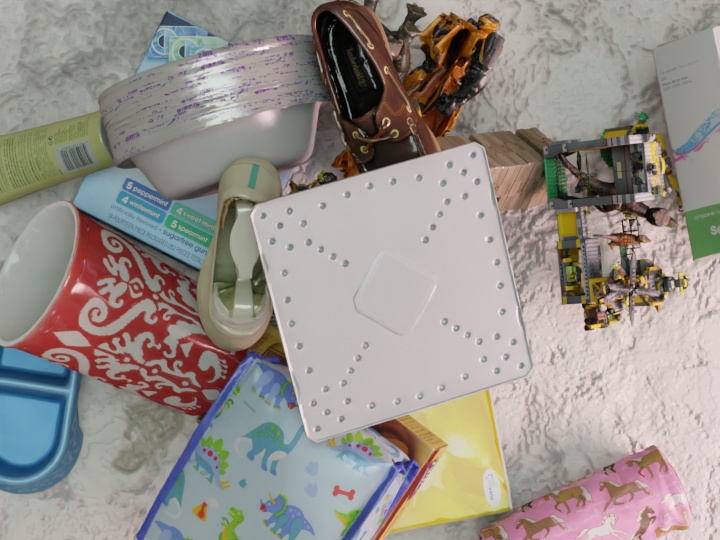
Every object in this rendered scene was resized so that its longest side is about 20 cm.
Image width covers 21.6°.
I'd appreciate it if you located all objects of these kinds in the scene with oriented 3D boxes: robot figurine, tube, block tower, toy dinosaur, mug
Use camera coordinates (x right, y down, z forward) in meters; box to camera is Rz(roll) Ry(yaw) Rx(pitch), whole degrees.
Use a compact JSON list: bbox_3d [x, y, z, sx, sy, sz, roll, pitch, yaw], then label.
[{"bbox_3d":[0.056,-0.152,1.711,0.058,0.145,0.201,33,96,-17],"label":"robot figurine"},{"bbox_3d":[-0.309,-0.098,1.719,0.198,0.052,0.058,-15,45,18],"label":"tube"},{"bbox_3d":[0.105,-0.086,1.682,0.054,0.199,0.058,41,123,29],"label":"block tower"},{"bbox_3d":[0.014,-0.182,1.686,0.076,0.201,0.103,7,128,-23],"label":"toy dinosaur"},{"bbox_3d":[-0.203,0.023,1.670,0.199,0.133,0.179,28,51,-32],"label":"mug"}]

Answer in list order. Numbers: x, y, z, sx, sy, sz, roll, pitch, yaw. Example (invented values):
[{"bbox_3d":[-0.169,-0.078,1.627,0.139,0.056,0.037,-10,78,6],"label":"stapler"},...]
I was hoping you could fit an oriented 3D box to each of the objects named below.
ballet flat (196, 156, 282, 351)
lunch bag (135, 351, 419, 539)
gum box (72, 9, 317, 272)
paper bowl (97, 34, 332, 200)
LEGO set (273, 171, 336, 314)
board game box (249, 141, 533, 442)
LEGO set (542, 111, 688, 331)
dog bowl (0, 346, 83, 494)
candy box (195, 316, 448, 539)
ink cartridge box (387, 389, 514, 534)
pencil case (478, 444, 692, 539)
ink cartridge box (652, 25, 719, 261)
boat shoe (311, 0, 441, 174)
[{"bbox_3d":[-0.100,0.001,1.577,0.069,0.070,0.202,4,125,-3],"label":"ballet flat"},{"bbox_3d":[-0.074,0.199,1.618,0.169,0.127,0.201,35,91,13],"label":"lunch bag"},{"bbox_3d":[-0.147,-0.110,1.745,0.169,0.045,0.201,27,85,-1],"label":"gum box"},{"bbox_3d":[-0.118,-0.126,1.624,0.199,0.201,0.105,-16,88,-4],"label":"paper bowl"},{"bbox_3d":[0.000,0.000,1.655,0.199,0.155,0.116,33,42,12],"label":"LEGO set"},{"bbox_3d":[0.026,0.016,1.536,0.198,0.026,0.202,-16,102,-10],"label":"board game box"},{"bbox_3d":[0.251,-0.048,1.696,0.153,0.115,0.202,4,84,-46],"label":"LEGO set"},{"bbox_3d":[-0.303,0.104,1.722,0.110,0.050,0.202,9,87,-3],"label":"dog bowl"},{"bbox_3d":[-0.036,0.146,1.699,0.199,0.056,0.117,36,100,14],"label":"candy box"},{"bbox_3d":[0.026,0.141,1.741,0.198,0.047,0.200,-11,87,-5],"label":"ink cartridge box"},{"bbox_3d":[0.206,0.235,1.726,0.199,0.087,0.083,-26,68,-3],"label":"pencil case"},{"bbox_3d":[0.358,-0.121,1.721,0.144,0.087,0.202,-8,84,-38],"label":"ink cartridge box"},{"bbox_3d":[0.010,-0.127,1.559,0.070,0.070,0.202,-27,86,18],"label":"boat shoe"}]
